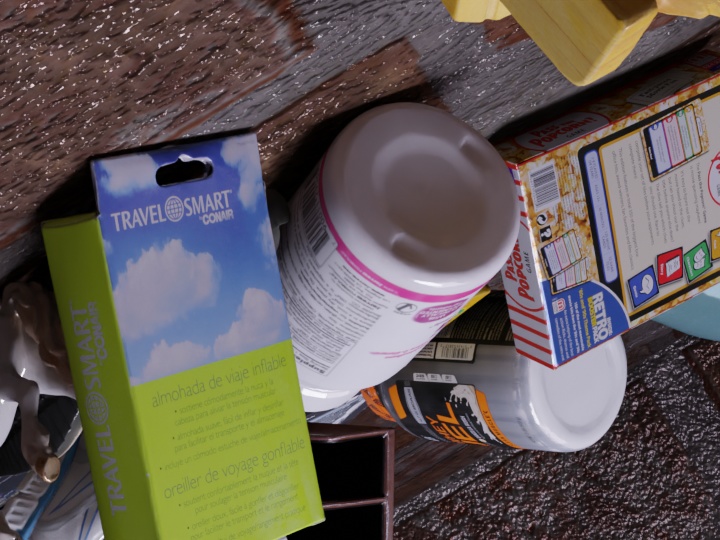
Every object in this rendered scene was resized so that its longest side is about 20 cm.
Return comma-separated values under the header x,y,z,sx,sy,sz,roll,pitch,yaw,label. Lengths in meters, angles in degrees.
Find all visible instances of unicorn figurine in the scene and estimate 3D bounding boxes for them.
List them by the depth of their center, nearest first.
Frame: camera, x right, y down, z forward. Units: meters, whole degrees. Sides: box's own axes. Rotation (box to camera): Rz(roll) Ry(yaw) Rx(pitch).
x,y,z,sx,sy,sz,roll,pitch,yaw,label
-0.208,0.087,0.999,0.200,0.137,0.074,-46,157,4,unicorn figurine

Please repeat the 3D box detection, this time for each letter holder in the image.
x,y,z,sx,sy,sz,roll,pitch,yaw,label
-0.097,0.155,1.344,0.200,0.101,0.142,0,179,34,letter holder

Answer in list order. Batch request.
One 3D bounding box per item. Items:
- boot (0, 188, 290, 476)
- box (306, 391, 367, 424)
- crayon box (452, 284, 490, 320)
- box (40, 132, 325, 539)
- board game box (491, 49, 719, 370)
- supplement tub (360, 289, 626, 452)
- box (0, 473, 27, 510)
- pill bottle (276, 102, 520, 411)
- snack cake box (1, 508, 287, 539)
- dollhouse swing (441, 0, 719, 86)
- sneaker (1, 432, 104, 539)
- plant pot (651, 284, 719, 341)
x,y,z,sx,sy,sz,roll,pitch,yaw,label
-0.128,0.036,1.070,0.138,0.078,0.200,-25,170,-46,boot
-0.077,0.125,1.621,0.200,0.050,0.158,-22,166,-37,box
0.006,0.037,1.418,0.200,0.051,0.127,-18,163,-47,crayon box
-0.085,0.040,0.947,0.048,0.201,0.122,-7,-175,39,box
0.183,-0.043,1.314,0.200,0.152,0.046,-24,-154,-25,board game box
0.097,0.076,1.523,0.122,0.123,0.200,-20,-167,-41,supplement tub
-0.246,0.129,1.230,0.200,0.044,0.160,-33,168,14,box
0.000,0.000,1.110,0.113,0.114,0.200,-23,166,-32,pill bottle
-0.157,0.176,1.253,0.200,0.115,0.067,-37,166,29,snack cake box
0.143,-0.136,0.793,0.200,0.182,0.176,-28,148,-13,dollhouse swing
-0.138,0.110,1.130,0.075,0.086,0.200,63,49,-73,sneaker
0.274,-0.036,1.497,0.188,0.200,0.200,-2,154,-36,plant pot
